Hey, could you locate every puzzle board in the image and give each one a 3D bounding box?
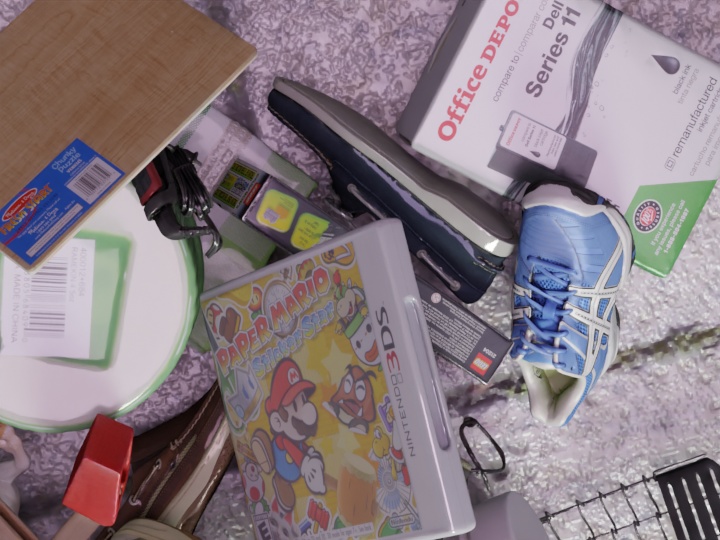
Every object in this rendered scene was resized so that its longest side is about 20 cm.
[{"bbox_3d":[-0.181,-0.101,1.236,0.150,0.017,0.200,34,70,27],"label":"puzzle board"}]

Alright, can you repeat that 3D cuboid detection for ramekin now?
[{"bbox_3d":[-0.196,0.008,1.291,0.198,0.098,0.202,-1,99,-8],"label":"ramekin"}]

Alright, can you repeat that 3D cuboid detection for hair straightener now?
[{"bbox_3d":[-0.121,-0.079,1.260,0.077,0.201,0.041,17,121,-44],"label":"hair straightener"}]

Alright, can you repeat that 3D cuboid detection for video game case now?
[{"bbox_3d":[-0.020,0.080,1.205,0.023,0.199,0.184,-10,83,-37],"label":"video game case"}]

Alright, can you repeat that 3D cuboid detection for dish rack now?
[{"bbox_3d":[0.179,0.213,1.365,0.199,0.055,0.155,-21,67,10],"label":"dish rack"}]

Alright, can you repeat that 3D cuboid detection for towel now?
[{"bbox_3d":[-0.148,-0.054,1.349,0.199,0.031,0.150,33,95,-9],"label":"towel"}]

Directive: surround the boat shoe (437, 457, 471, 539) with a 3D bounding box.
[{"bbox_3d":[0.036,0.128,1.241,0.065,0.072,0.203,-15,78,4],"label":"boat shoe"}]

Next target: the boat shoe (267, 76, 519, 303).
[{"bbox_3d":[0.013,-0.055,1.334,0.199,0.075,0.062,36,108,4],"label":"boat shoe"}]

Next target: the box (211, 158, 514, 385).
[{"bbox_3d":[0.000,0.000,1.316,0.199,0.110,0.035,34,89,-17],"label":"box"}]

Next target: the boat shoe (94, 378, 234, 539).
[{"bbox_3d":[-0.132,0.134,1.359,0.074,0.075,0.203,28,94,1],"label":"boat shoe"}]

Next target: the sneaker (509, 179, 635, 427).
[{"bbox_3d":[0.136,0.023,1.310,0.075,0.077,0.201,11,140,22],"label":"sneaker"}]

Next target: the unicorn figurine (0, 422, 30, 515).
[{"bbox_3d":[-0.272,0.151,1.342,0.199,0.138,0.074,28,53,12],"label":"unicorn figurine"}]

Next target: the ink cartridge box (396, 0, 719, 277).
[{"bbox_3d":[0.143,-0.106,1.339,0.199,0.083,0.147,26,96,-8],"label":"ink cartridge box"}]

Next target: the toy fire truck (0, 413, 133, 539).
[{"bbox_3d":[-0.236,0.166,1.270,0.140,0.049,0.201,20,121,-8],"label":"toy fire truck"}]

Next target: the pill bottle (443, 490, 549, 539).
[{"bbox_3d":[0.030,0.224,1.323,0.199,0.114,0.115,-26,101,17],"label":"pill bottle"}]

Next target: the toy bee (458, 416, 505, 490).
[{"bbox_3d":[-0.009,0.130,1.352,0.200,0.131,0.109,39,118,-20],"label":"toy bee"}]

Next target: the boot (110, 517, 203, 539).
[{"bbox_3d":[-0.119,0.232,1.230,0.199,0.154,0.073,13,123,34],"label":"boot"}]
